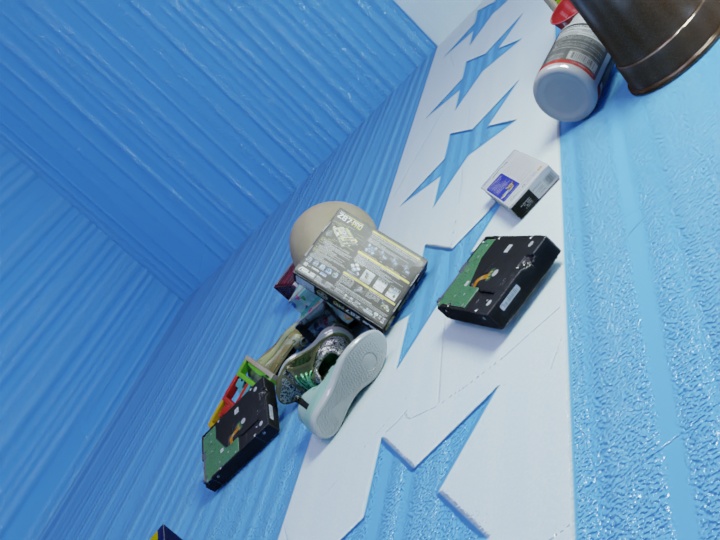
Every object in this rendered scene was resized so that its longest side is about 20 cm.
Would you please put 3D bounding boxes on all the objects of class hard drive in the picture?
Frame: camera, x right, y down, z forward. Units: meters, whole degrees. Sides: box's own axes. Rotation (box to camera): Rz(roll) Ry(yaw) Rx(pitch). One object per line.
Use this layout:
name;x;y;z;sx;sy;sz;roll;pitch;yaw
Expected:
hard drive;-0.238;0.323;1.781;0.200;0.038;0.140;-44;31;17
hard drive;0.194;0.014;1.304;0.140;0.038;0.200;-52;15;-10

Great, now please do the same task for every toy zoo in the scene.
toy zoo;-0.254;0.289;1.889;0.131;0.020;0.202;23;82;54

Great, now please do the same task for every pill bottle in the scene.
pill bottle;0.386;-0.365;1.587;0.115;0.116;0.201;-31;22;51

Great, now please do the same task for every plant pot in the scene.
plant pot;0.435;-0.415;1.398;0.200;0.198;0.201;-44;15;15
plant pot;-0.053;-0.026;1.912;0.200;0.199;0.135;-43;26;20

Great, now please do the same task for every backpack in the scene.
backpack;-0.033;0.037;1.763;0.199;0.151;0.178;-35;12;28

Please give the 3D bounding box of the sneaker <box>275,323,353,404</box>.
sneaker;-0.090;0.189;1.691;0.200;0.077;0.089;-47;22;19

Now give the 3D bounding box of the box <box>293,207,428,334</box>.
box;0.000;0.000;1.643;0.162;0.198;0.049;-55;-13;-21

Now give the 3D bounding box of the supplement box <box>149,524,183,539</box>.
supplement box;-0.340;0.535;1.450;0.201;0.109;0.109;-50;14;-5

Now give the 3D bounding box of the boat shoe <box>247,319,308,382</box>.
boat shoe;-0.157;0.178;1.968;0.200;0.063;0.073;-44;-13;-5

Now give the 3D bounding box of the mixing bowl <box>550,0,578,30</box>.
mixing bowl;0.468;-0.502;1.708;0.200;0.108;0.201;-43;16;15

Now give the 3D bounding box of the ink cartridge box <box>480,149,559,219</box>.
ink cartridge box;0.269;-0.151;1.547;0.095;0.037;0.200;-48;16;7

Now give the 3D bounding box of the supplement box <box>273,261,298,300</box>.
supplement box;-0.152;0.018;2.349;0.109;0.061;0.200;-53;13;-13

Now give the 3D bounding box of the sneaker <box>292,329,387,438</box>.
sneaker;-0.040;0.181;1.524;0.202;0.074;0.118;-55;21;-13

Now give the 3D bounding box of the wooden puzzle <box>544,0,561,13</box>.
wooden puzzle;0.425;-0.570;1.865;0.037;0.185;0.201;-33;21;36
